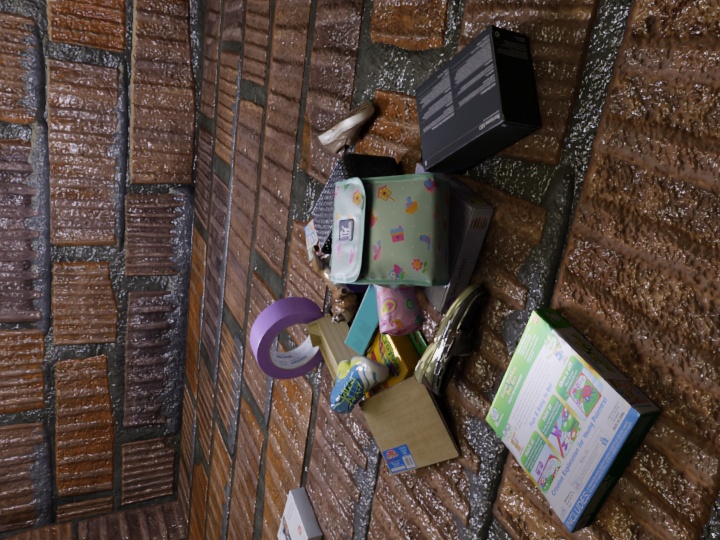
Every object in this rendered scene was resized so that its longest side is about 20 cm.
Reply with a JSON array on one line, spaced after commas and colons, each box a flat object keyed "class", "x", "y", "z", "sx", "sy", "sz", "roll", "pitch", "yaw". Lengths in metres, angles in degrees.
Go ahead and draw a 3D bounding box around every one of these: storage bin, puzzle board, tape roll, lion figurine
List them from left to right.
[{"class": "tape roll", "x": -0.170, "y": 0.167, "z": 1.439, "sx": 0.066, "sy": 0.195, "sz": 0.205, "roll": 49, "pitch": 133, "yaw": 48}, {"class": "lion figurine", "x": -0.062, "y": 0.019, "z": 1.320, "sx": 0.205, "sy": 0.071, "sz": 0.122, "roll": 65, "pitch": 157, "yaw": 6}, {"class": "storage bin", "x": -0.005, "y": -0.129, "z": 1.180, "sx": 0.201, "sy": 0.131, "sz": 0.096, "roll": -54, "pitch": 46, "yaw": 48}, {"class": "puzzle board", "x": 0.086, "y": 0.287, "z": 1.081, "sx": 0.199, "sy": 0.017, "sz": 0.154, "roll": -37, "pitch": 77, "yaw": 47}]

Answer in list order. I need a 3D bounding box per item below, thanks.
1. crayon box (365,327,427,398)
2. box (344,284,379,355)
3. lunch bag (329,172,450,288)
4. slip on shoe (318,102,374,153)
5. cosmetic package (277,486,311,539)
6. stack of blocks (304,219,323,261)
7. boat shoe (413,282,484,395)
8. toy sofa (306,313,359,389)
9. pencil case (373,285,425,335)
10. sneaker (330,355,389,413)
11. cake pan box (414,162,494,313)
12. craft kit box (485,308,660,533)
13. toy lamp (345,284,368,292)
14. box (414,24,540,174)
[{"class": "crayon box", "x": 0.064, "y": 0.191, "z": 1.149, "sx": 0.128, "sy": 0.049, "sz": 0.204, "roll": 61, "pitch": 141, "yaw": 43}, {"class": "box", "x": 0.034, "y": 0.069, "z": 1.158, "sx": 0.048, "sy": 0.082, "sz": 0.203, "roll": 32, "pitch": 129, "yaw": 13}, {"class": "lunch bag", "x": 0.039, "y": -0.061, "z": 0.933, "sx": 0.194, "sy": 0.121, "sz": 0.177, "roll": 2, "pitch": 91, "yaw": 23}, {"class": "slip on shoe", "x": -0.024, "y": -0.310, "z": 1.299, "sx": 0.061, "sy": 0.076, "sz": 0.198, "roll": 52, "pitch": 147, "yaw": -16}, {"class": "cosmetic package", "x": -0.170, "y": 0.732, "z": 1.618, "sx": 0.151, "sy": 0.050, "sz": 0.205, "roll": 51, "pitch": 134, "yaw": 46}, {"class": "stack of blocks", "x": -0.064, "y": -0.081, "z": 1.378, "sx": 0.199, "sy": 0.057, "sz": 0.119, "roll": -33, "pitch": 62, "yaw": 58}, {"class": "boat shoe", "x": 0.157, "y": 0.115, "z": 0.959, "sx": 0.064, "sy": 0.072, "sz": 0.204, "roll": 37, "pitch": 119, "yaw": 25}, {"class": "toy sofa", "x": -0.047, "y": 0.197, "z": 1.348, "sx": 0.202, "sy": 0.095, "sz": 0.084, "roll": -122, "pitch": 16, "yaw": -44}, {"class": "pencil case", "x": 0.058, "y": 0.010, "z": 1.023, "sx": 0.087, "sy": 0.085, "sz": 0.207, "roll": -32, "pitch": 63, "yaw": 58}, {"class": "sneaker", "x": -0.006, "y": 0.227, "z": 1.127, "sx": 0.200, "sy": 0.074, "sz": 0.108, "roll": 143, "pitch": 150, "yaw": -70}, {"class": "cake pan box", "x": 0.133, "y": -0.056, "z": 1.010, "sx": 0.185, "sy": 0.051, "sz": 0.205, "roll": 52, "pitch": 135, "yaw": 52}, {"class": "craft kit box", "x": 0.264, "y": 0.191, "z": 0.772, "sx": 0.198, "sy": 0.047, "sz": 0.205, "roll": 51, "pitch": 134, "yaw": 46}, {"class": "toy lamp", "x": 0.000, "y": 0.000, "z": 1.179, "sx": 0.200, "sy": 0.056, "sz": 0.060, "roll": -71, "pitch": -17, "yaw": -83}, {"class": "box", "x": 0.171, "y": -0.250, "z": 0.900, "sx": 0.199, "sy": 0.077, "sz": 0.146, "roll": -22, "pitch": 68, "yaw": 60}]
